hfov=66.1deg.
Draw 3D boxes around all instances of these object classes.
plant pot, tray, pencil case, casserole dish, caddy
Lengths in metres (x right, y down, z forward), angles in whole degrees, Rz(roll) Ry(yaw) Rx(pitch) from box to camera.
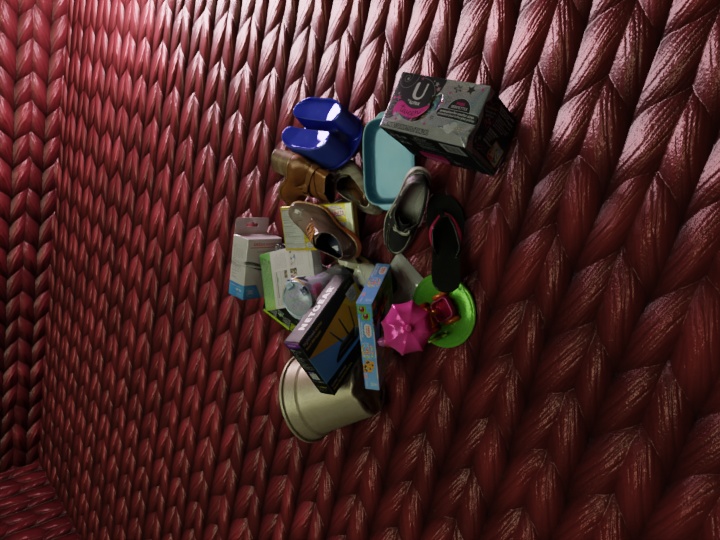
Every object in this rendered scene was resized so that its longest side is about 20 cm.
[{"bbox_3d":[-0.050,0.270,1.245,0.181,0.199,0.205,-19,81,30],"label":"plant pot"},{"bbox_3d":[0.062,0.069,1.217,0.108,0.022,0.202,49,124,28],"label":"tray"},{"bbox_3d":[-0.086,0.043,1.234,0.091,0.199,0.083,52,124,15],"label":"pencil case"},{"bbox_3d":[0.065,-0.229,1.164,0.119,0.039,0.205,0,95,28],"label":"casserole dish"},{"bbox_3d":[-0.084,-0.309,1.267,0.198,0.104,0.144,20,83,41],"label":"caddy"}]

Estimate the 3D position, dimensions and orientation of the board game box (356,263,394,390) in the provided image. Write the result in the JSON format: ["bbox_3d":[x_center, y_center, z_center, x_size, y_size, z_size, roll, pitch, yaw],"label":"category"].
[{"bbox_3d":[0.035,0.112,1.120,0.036,0.152,0.204,4,120,16],"label":"board game box"}]

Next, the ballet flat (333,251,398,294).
[{"bbox_3d":[0.000,0.000,1.218,0.199,0.067,0.069,36,115,45],"label":"ballet flat"}]

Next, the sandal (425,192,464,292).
[{"bbox_3d":[0.162,-0.060,1.053,0.073,0.045,0.204,-5,68,12],"label":"sandal"}]

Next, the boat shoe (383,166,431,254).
[{"bbox_3d":[0.093,-0.109,1.119,0.073,0.061,0.202,21,125,-4],"label":"boat shoe"}]

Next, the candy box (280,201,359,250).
[{"bbox_3d":[-0.093,-0.098,1.251,0.196,0.026,0.105,1,100,31],"label":"candy box"}]

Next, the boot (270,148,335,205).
[{"bbox_3d":[-0.121,-0.191,1.295,0.153,0.201,0.074,25,73,20],"label":"boot"}]

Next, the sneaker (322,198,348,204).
[{"bbox_3d":[-0.090,-0.114,1.325,0.198,0.081,0.085,-11,111,42],"label":"sneaker"}]

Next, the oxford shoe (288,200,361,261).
[{"bbox_3d":[-0.089,-0.089,1.191,0.198,0.072,0.072,34,116,22],"label":"oxford shoe"}]

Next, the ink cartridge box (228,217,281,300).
[{"bbox_3d":[-0.275,-0.033,1.461,0.067,0.115,0.204,19,107,39],"label":"ink cartridge box"}]

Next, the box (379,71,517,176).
[{"bbox_3d":[0.158,-0.270,1.007,0.198,0.131,0.117,25,91,39],"label":"box"}]

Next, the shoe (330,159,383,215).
[{"bbox_3d":[-0.021,-0.197,1.250,0.200,0.053,0.071,46,122,31],"label":"shoe"}]

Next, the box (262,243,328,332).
[{"bbox_3d":[-0.161,0.057,1.411,0.198,0.047,0.197,29,115,37],"label":"box"}]

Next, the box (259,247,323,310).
[{"bbox_3d":[-0.169,0.016,1.363,0.197,0.036,0.148,-10,86,40],"label":"box"}]

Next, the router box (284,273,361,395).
[{"bbox_3d":[-0.053,0.130,1.148,0.050,0.201,0.150,-3,130,42],"label":"router box"}]

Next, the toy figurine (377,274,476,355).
[{"bbox_3d":[0.097,0.105,1.067,0.199,0.182,0.152,-33,77,38],"label":"toy figurine"}]
